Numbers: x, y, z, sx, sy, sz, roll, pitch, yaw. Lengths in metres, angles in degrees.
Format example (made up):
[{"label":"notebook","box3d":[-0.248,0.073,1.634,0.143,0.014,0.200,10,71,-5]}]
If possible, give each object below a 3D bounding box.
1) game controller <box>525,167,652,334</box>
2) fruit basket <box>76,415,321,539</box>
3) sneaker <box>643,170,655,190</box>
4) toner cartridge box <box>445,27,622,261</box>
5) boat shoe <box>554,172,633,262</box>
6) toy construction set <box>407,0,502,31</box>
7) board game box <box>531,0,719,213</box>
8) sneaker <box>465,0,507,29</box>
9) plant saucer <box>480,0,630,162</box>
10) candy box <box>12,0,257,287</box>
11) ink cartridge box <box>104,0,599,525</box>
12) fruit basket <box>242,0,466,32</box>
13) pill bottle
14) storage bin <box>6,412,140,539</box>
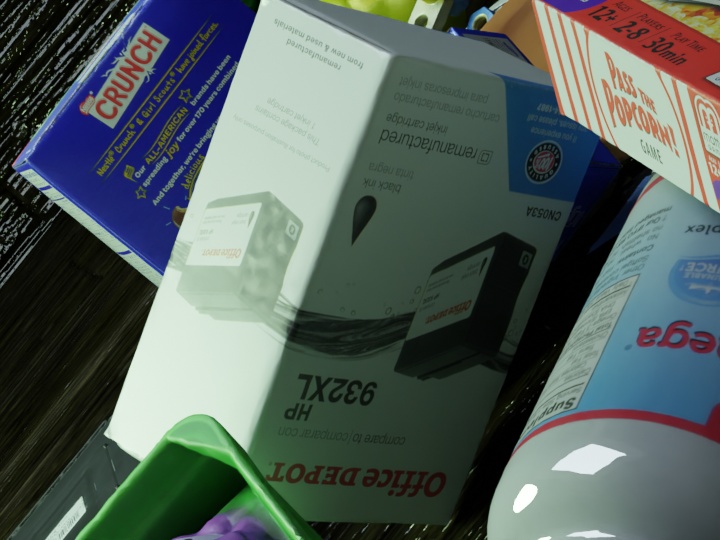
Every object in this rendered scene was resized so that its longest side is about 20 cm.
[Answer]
[{"label":"game controller","box3d":[0.144,-0.038,1.165,0.200,0.042,0.104,-36,19,50]},{"label":"fruit basket","box3d":[-0.096,0.163,1.021,0.216,0.215,0.156,-49,47,9]},{"label":"sneaker","box3d":[0.176,-0.053,1.001,0.200,0.075,0.115,-52,8,-22]},{"label":"toner cartridge box","box3d":[0.028,-0.005,1.288,0.043,0.095,0.200,2,-49,-47]},{"label":"boat shoe","box3d":[0.063,-0.018,1.355,0.073,0.063,0.200,-56,13,-24]},{"label":"toy construction set","box3d":[0.024,-0.051,1.504,0.200,0.092,0.131,-61,40,26]},{"label":"board game box","box3d":[0.174,-0.084,0.873,0.199,0.046,0.151,-22,23,-12]},{"label":"sneaker","box3d":[0.048,-0.082,1.586,0.200,0.071,0.099,-46,7,4]},{"label":"plant saucer","box3d":[0.124,-0.115,1.331,0.200,0.038,0.200,-28,25,14]},{"label":"candy box","box3d":[-0.091,-0.070,1.757,0.169,0.200,0.077,-53,12,-13]},{"label":"ink cartridge box","box3d":[0.000,0.000,1.163,0.084,0.145,0.201,30,105,39]},{"label":"fruit basket","box3d":[-0.022,-0.147,1.919,0.216,0.155,0.216,-155,90,-89]},{"label":"pill bottle","box3d":[0.104,0.059,0.847,0.109,0.109,0.200,-38,18,47]},{"label":"storage bin","box3d":[-0.119,0.157,1.431,0.135,0.094,0.200,-50,11,1]}]
